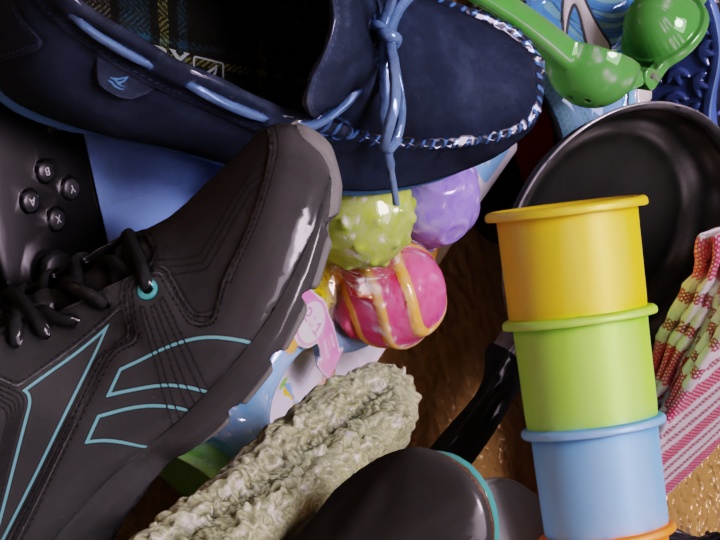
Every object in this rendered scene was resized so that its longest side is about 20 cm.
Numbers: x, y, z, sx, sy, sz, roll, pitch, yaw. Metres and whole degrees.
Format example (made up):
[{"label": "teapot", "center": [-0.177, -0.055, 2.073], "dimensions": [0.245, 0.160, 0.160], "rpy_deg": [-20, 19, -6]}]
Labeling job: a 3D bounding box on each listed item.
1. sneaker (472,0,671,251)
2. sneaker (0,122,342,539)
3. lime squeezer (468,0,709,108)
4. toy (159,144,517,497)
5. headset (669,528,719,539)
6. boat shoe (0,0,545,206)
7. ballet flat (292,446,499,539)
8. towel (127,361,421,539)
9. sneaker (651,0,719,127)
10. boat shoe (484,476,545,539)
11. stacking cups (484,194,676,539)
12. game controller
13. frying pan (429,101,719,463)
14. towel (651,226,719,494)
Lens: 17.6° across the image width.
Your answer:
[{"label": "sneaker", "center": [0.073, -0.100, 0.927], "dimensions": [0.090, 0.078, 0.201], "rpy_deg": [-2, 86, -43]}, {"label": "sneaker", "center": [-0.083, 0.031, 0.702], "dimensions": [0.079, 0.075, 0.200], "rpy_deg": [37, 93, -18]}, {"label": "lime squeezer", "center": [0.100, -0.102, 0.888], "dimensions": [0.199, 0.038, 0.071], "rpy_deg": [-21, 96, -38]}, {"label": "toy", "center": [0.000, 0.000, 0.813], "dimensions": [0.200, 0.047, 0.115], "rpy_deg": [-53, 141, -19]}, {"label": "headset", "center": [0.141, 0.169, 0.910], "dimensions": [0.200, 0.093, 0.124], "rpy_deg": [-72, 156, -53]}, {"label": "boat shoe", "center": [-0.021, -0.064, 0.739], "dimensions": [0.199, 0.069, 0.085], "rpy_deg": [-2, 74, -30]}, {"label": "ballet flat", "center": [-0.024, 0.137, 0.695], "dimensions": [0.068, 0.201, 0.068], "rpy_deg": [43, 35, 21]}, {"label": "towel", "center": [-0.061, 0.115, 0.727], "dimensions": [0.036, 0.149, 0.200], "rpy_deg": [40, 47, 14]}, {"label": "sneaker", "center": [0.152, -0.070, 1.018], "dimensions": [0.078, 0.070, 0.201], "rpy_deg": [-36, 114, -52]}, {"label": "boat shoe", "center": [0.063, 0.172, 0.887], "dimensions": [0.071, 0.063, 0.201], "rpy_deg": [-36, 110, -44]}, {"label": "stacking cups", "center": [0.083, 0.075, 0.844], "dimensions": [0.060, 0.060, 0.201], "rpy_deg": [-9, 95, -46]}, {"label": "game controller", "center": [-0.058, -0.048, 0.800], "dimensions": [0.200, 0.042, 0.105], "rpy_deg": [-22, 112, -46]}, {"label": "frying pan", "center": [0.085, 0.021, 0.911], "dimensions": [0.115, 0.031, 0.191], "rpy_deg": [16, 103, -35]}, {"label": "towel", "center": [0.141, 0.033, 0.929], "dimensions": [0.030, 0.200, 0.146], "rpy_deg": [41, 44, 17]}]
